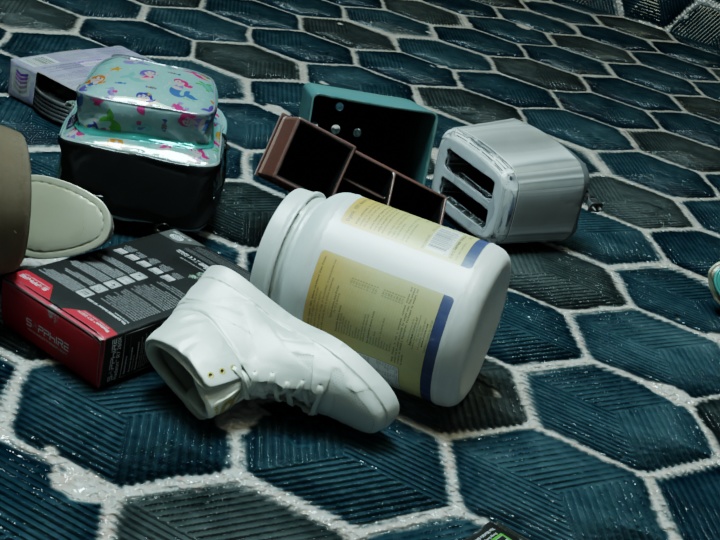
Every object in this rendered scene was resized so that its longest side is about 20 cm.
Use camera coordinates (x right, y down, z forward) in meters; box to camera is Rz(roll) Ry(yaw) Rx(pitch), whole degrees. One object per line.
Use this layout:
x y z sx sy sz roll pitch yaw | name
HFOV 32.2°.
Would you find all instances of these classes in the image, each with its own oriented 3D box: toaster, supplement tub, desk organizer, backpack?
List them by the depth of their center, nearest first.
0.017 0.018 1.079 0.198 0.146 0.144 21 25 15 | supplement tub
-0.002 -0.087 1.291 0.198 0.072 0.077 26 0 -18 | desk organizer
-0.222 -0.137 1.302 0.175 0.153 0.200 10 19 -5 | backpack
0.174 -0.100 1.461 0.128 0.115 0.200 -8 33 -31 | toaster

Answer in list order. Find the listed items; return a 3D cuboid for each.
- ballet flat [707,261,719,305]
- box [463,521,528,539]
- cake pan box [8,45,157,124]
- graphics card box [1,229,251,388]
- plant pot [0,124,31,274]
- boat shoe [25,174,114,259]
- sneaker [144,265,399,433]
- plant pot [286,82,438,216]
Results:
0.476 0.037 1.404 0.197 0.068 0.062 16 -4 -4 | ballet flat
0.103 0.249 0.748 0.192 0.048 0.199 26 28 31 | box
-0.308 -0.222 1.545 0.183 0.053 0.199 25 26 28 | cake pan box
-0.191 0.026 1.069 0.125 0.052 0.199 27 29 29 | graphics card box
-0.357 -0.060 0.986 0.172 0.203 0.200 1 27 -25 | plant pot
-0.305 -0.043 1.100 0.197 0.073 0.060 1 -9 12 | boat shoe
-0.075 0.092 0.985 0.199 0.074 0.116 32 49 11 | sneaker
-0.013 -0.139 1.426 0.139 0.143 0.200 7 16 -13 | plant pot
